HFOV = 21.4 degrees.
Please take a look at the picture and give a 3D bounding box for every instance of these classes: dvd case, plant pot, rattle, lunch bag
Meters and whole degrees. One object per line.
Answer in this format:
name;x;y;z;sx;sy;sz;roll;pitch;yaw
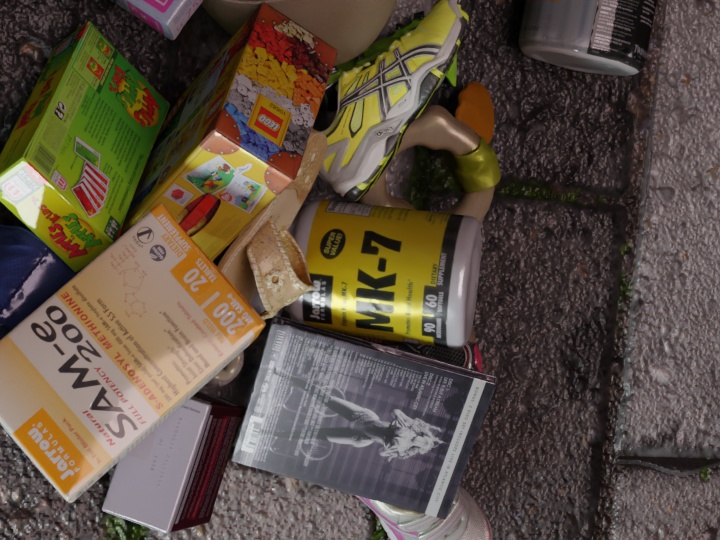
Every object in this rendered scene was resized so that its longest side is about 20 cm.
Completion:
dvd case;0.002;0.128;1.644;0.198;0.016;0.150;16;118;-4
plant pot;-0.043;-0.251;1.622;0.200;0.200;0.135;-43;140;-17
rattle;0.032;-0.081;1.750;0.130;0.144;0.200;26;121;-31
lunch bag;-0.266;0.060;1.550;0.200;0.136;0.133;38;77;-21

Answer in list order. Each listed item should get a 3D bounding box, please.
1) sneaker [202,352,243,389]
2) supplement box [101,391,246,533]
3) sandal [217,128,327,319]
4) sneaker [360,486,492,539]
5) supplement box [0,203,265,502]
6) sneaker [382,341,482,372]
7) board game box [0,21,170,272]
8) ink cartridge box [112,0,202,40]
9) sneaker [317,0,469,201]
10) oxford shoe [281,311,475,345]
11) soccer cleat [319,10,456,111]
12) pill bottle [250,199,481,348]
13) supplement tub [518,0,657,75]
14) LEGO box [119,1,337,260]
sneaker;-0.156;0.019;1.630;0.081;0.088;0.201;-42;112;-17
supplement box;-0.151;0.154;1.586;0.060;0.200;0.110;18;86;7
sandal;-0.064;-0.010;1.563;0.213;0.069;0.078;-65;158;2
sneaker;0.052;0.212;1.749;0.200;0.088;0.082;38;78;-26
supplement box;-0.187;0.063;1.451;0.200;0.074;0.126;-42;89;-11
sneaker;0.011;0.101;1.673;0.198;0.081;0.075;-14;147;11
board game box;-0.224;-0.103;1.537;0.102;0.047;0.201;46;32;-24
ink cartridge box;-0.197;-0.289;1.545;0.199;0.042;0.120;33;80;14
sneaker;0.023;-0.159;1.631;0.076;0.075;0.201;34;86;3
oxford shoe;0.014;0.051;1.747;0.198;0.070;0.075;13;60;-24
soccer cleat;0.006;-0.165;1.712;0.199;0.067;0.082;-24;118;-24
pill bottle;0.000;0.000;1.647;0.198;0.114;0.116;6;93;9
supplement tub;0.222;-0.290;1.775;0.122;0.122;0.202;12;89;-28
LEGO box;-0.114;-0.096;1.546;0.077;0.200;0.150;31;49;-17
